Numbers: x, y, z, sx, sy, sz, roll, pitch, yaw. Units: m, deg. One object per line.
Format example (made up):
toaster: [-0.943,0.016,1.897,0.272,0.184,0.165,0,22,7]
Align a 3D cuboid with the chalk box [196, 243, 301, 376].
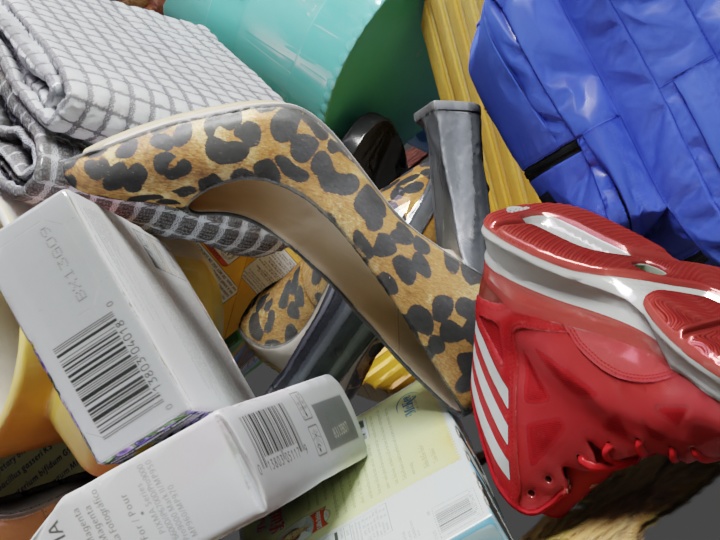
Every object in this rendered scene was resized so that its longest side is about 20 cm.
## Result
chalk box: [-0.104,0.007,1.128,0.124,0.125,0.200,-38,-9,-27]

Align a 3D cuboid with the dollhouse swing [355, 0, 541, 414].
dollhouse swing: [0.044,-0.047,0.960,0.181,0.177,0.200,-34,15,-15]

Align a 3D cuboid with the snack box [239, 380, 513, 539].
snack box: [0.003,0.115,0.770,0.115,0.037,0.200,-30,14,3]

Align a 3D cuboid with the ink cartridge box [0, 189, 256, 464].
ink cartridge box: [-0.105,0.033,0.809,0.050,0.110,0.200,-31,-8,2]

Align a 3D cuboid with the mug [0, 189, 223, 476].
mug: [-0.153,0.043,0.933,0.152,0.188,0.149,2,-27,-43]

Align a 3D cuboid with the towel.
towel: [-0.135,-0.085,0.938,0.200,0.164,0.086,45,116,50]

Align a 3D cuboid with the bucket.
bucket: [-0.008,-0.175,1.098,0.207,0.135,0.208,-41,-22,-21]

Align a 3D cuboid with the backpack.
backpack: [0.153,-0.074,0.773,0.167,0.201,0.163,-34,-2,5]

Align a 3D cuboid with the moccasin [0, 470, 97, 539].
moccasin: [-0.151,0.148,0.910,0.199,0.079,0.074,-14,-5,-9]

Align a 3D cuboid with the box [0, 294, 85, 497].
box: [-0.220,0.079,1.026,0.176,0.201,0.096,-40,17,-32]

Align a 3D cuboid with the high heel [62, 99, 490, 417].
high heel: [-0.030,-0.001,0.772,0.198,0.144,0.071,-4,-8,-12]

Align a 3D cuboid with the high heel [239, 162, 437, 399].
high heel: [0.000,0.000,0.923,0.143,0.071,0.200,-56,9,4]

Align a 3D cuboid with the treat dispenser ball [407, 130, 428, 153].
treat dispenser ball: [0.088,-0.181,1.272,0.200,0.202,0.201,-29,14,8]

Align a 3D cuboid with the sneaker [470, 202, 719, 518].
sneaker: [0.120,0.059,0.679,0.078,0.117,0.200,-11,31,-35]

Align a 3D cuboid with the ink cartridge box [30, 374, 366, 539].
ink cartridge box: [-0.106,0.112,0.738,0.198,0.058,0.162,-24,-4,14]

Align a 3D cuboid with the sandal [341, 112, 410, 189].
sandal: [0.023,-0.039,1.123,0.076,0.045,0.200,-60,-17,-10]
